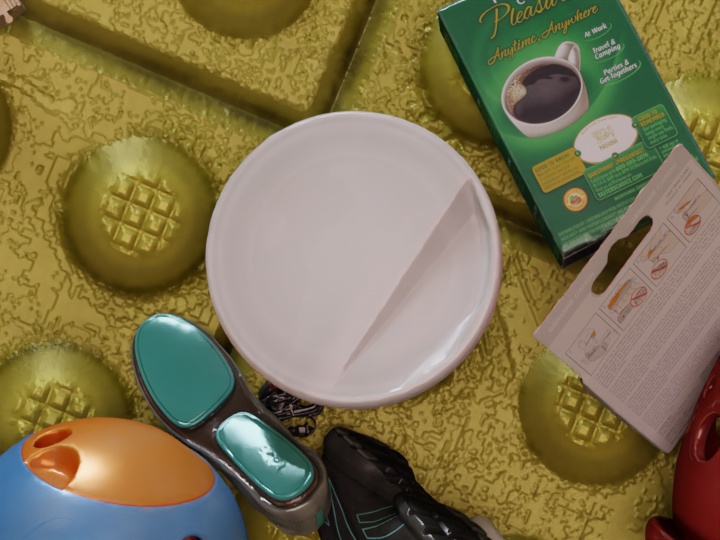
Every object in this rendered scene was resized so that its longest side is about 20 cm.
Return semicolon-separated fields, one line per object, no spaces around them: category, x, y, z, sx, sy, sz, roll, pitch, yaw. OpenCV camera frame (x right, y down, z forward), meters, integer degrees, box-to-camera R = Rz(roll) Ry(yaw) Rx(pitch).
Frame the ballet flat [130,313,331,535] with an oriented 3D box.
ballet flat;-0.092;0.111;1.302;0.067;0.064;0.200;-37;58;-14

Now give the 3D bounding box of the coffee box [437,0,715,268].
coffee box;0.149;-0.118;1.308;0.123;0.044;0.201;-27;76;-1

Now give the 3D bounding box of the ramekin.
ramekin;0.000;0.000;1.281;0.201;0.094;0.204;-2;77;7

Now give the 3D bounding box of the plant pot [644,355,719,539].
plant pot;0.300;0.157;1.263;0.200;0.200;0.183;31;95;-2

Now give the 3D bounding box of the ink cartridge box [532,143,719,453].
ink cartridge box;0.200;0.016;1.272;0.161;0.050;0.200;-53;133;-1

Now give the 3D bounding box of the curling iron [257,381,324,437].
curling iron;0.008;0.051;1.333;0.200;0.026;0.050;-38;84;-1

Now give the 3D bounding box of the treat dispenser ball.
treat dispenser ball;-0.172;0.198;1.239;0.200;0.201;0.202;0;90;-2

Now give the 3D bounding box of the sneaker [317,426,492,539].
sneaker;0.025;0.182;1.267;0.075;0.200;0.080;24;99;-33

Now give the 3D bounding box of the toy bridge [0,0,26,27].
toy bridge;-0.297;-0.257;1.302;0.027;0.067;0.200;-33;91;-2

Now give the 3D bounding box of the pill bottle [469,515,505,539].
pill bottle;0.039;0.271;1.292;0.200;0.112;0.113;-38;91;-2
